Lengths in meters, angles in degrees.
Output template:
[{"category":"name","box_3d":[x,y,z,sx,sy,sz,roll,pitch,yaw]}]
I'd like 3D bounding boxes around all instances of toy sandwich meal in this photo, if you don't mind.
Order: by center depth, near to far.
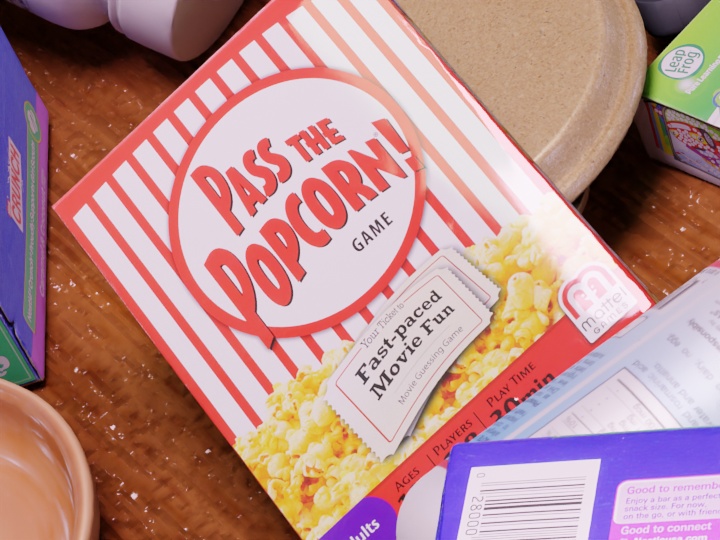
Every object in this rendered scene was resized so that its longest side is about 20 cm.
[{"category":"toy sandwich meal","box_3d":[0.026,-0.058,1.169,0.204,0.070,0.206,-14,48,15]}]

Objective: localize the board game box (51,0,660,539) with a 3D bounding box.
[{"category":"board game box","box_3d":[0.000,0.000,1.065,0.151,0.046,0.200,-43,63,6]}]

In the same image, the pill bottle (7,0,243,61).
[{"category":"pill bottle","box_3d":[-0.145,-0.177,1.292,0.199,0.114,0.114,26,61,13]}]

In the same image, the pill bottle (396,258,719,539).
[{"category":"pill bottle","box_3d":[0.084,0.089,0.963,0.200,0.109,0.109,-35,43,-8]}]

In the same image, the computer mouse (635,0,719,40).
[{"category":"computer mouse","box_3d":[0.153,-0.162,1.236,0.058,0.034,0.200,-19,35,33]}]

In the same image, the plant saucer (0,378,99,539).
[{"category":"plant saucer","box_3d":[-0.189,0.126,1.118,0.199,0.038,0.201,-15,43,14]}]

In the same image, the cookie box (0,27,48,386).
[{"category":"cookie box","box_3d":[-0.237,-0.008,1.242,0.199,0.075,0.172,-17,43,12]}]

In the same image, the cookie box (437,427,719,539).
[{"category":"cookie box","box_3d":[0.128,0.133,0.820,0.170,0.200,0.075,-5,45,21]}]

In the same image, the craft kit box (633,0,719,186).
[{"category":"craft kit box","box_3d":[0.238,-0.092,1.112,0.197,0.049,0.200,28,65,39]}]
